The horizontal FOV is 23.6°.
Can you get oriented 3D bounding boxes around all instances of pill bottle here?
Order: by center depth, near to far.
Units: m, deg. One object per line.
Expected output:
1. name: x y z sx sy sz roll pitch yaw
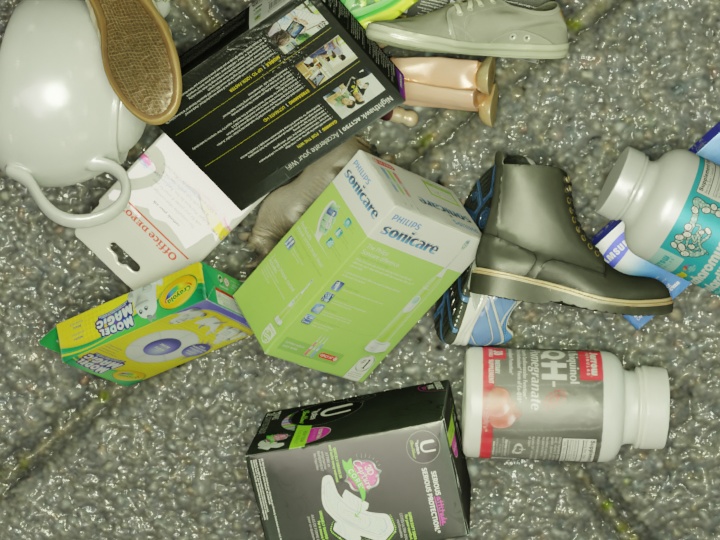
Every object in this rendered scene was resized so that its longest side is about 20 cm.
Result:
1. pill bottle: 0.324 -0.042 1.615 0.200 0.111 0.111 25 104 -1
2. pill bottle: 0.201 0.133 1.711 0.199 0.111 0.111 2 104 2

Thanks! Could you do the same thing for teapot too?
1. teapot: -0.260 -0.163 1.639 0.146 0.197 0.200 10 108 1

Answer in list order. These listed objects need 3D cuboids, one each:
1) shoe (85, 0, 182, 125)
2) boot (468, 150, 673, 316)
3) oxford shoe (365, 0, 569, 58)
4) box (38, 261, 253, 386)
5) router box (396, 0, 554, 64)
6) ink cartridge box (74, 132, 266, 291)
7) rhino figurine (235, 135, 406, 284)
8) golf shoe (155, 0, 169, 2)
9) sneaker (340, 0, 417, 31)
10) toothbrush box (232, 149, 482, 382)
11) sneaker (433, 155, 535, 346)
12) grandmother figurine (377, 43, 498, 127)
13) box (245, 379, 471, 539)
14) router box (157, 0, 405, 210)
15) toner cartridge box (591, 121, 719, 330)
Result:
1. shoe: -0.207 -0.221 1.561 0.070 0.053 0.200 -26 78 11
2. boot: 0.211 -0.032 1.644 0.200 0.077 0.139 8 90 -17
3. oxford shoe: 0.099 -0.226 1.584 0.199 0.075 0.058 -1 103 -18
4. box: -0.208 0.060 1.713 0.200 0.117 0.048 -21 65 22
5. router box: 0.093 -0.298 1.646 0.200 0.052 0.158 14 105 1
6. ink cartridge box: -0.175 -0.075 1.716 0.200 0.068 0.116 -44 97 12
7. rhino figurine: -0.051 -0.055 1.703 0.200 0.060 0.087 -42 120 10
8. golf shoe: -0.163 -0.326 1.639 0.200 0.075 0.092 -37 87 -14
9. sneaker: 0.006 -0.268 1.596 0.200 0.074 0.084 -33 104 14
10. toothbrush box: 0.000 0.000 1.663 0.145 0.086 0.200 19 121 -46
11. sneaker: 0.137 -0.018 1.711 0.077 0.076 0.200 13 105 -22
12. grandmother figurine: 0.029 -0.184 1.664 0.199 0.061 0.122 4 127 14
13. box: 0.003 0.201 1.725 0.199 0.149 0.125 -10 101 7
14. router box: -0.081 -0.164 1.589 0.200 0.051 0.149 -32 121 19
15. toner cartridge box: 0.313 -0.043 1.695 0.095 0.043 0.200 45 103 -5
